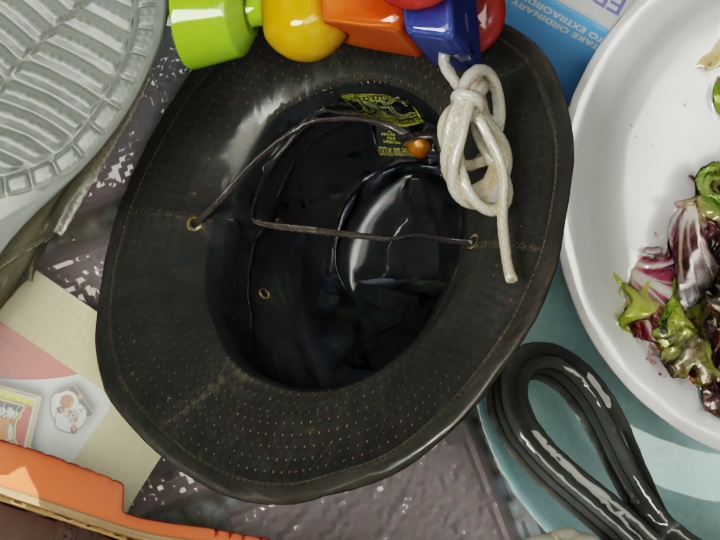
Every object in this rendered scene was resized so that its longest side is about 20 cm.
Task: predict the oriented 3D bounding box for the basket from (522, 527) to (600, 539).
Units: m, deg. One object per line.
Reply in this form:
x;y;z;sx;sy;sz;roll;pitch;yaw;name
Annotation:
0.063;0.195;0.886;0.123;0.136;0.200;29;106;26;basket

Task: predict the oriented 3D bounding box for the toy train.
-0.013;-0.088;0.912;0.116;0.085;0.200;-7;79;13;toy train

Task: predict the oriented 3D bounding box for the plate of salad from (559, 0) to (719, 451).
0.170;-0.026;0.974;0.200;0.048;0.200;0;93;-9;plate of salad

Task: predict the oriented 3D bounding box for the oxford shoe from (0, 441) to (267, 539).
-0.064;0.126;0.935;0.200;0.071;0.073;20;69;-6;oxford shoe

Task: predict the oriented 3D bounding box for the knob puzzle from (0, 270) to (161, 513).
-0.185;0.076;0.980;0.219;0.030;0.220;0;88;-8;knob puzzle

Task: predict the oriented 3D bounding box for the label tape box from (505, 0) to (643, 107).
0.048;-0.147;0.999;0.143;0.066;0.200;29;84;-5;label tape box

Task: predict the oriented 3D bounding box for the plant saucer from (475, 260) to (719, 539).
0.137;0.027;1.017;0.201;0.039;0.201;0;89;-7;plant saucer

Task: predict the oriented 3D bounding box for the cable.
0.115;0.115;0.970;0.200;0.050;0.097;36;62;2;cable

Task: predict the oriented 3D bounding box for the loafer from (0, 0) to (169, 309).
-0.138;-0.032;0.940;0.075;0.070;0.200;36;88;2;loafer

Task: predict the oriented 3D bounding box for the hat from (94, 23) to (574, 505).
0.000;0.000;0.969;0.200;0.081;0.201;-11;61;20;hat
